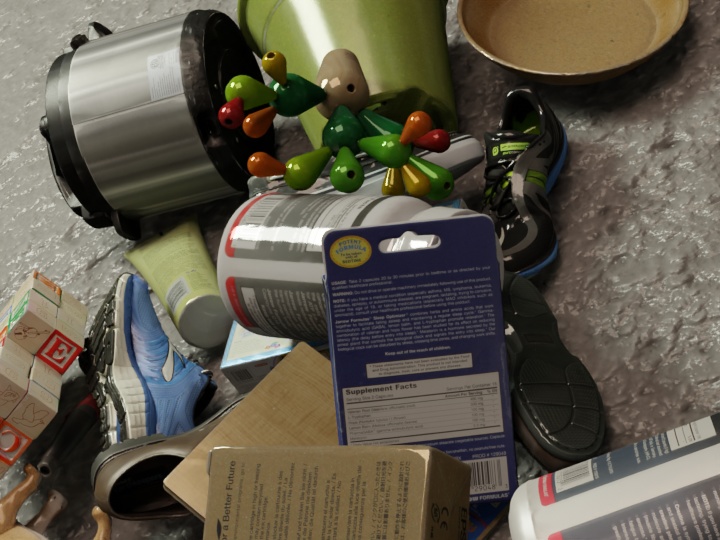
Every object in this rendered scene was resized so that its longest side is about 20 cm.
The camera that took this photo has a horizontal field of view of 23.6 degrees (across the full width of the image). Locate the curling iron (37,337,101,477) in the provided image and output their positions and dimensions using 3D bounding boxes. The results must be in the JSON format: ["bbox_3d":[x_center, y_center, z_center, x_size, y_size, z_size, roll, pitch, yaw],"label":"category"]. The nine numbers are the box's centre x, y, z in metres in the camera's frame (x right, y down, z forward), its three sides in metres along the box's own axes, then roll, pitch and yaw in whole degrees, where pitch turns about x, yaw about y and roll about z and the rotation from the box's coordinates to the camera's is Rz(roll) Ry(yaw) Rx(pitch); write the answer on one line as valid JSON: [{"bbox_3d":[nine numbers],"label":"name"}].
[{"bbox_3d":[-0.233,0.112,1.397,0.026,0.050,0.200,-47,14,24],"label":"curling iron"}]

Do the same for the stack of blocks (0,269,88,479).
[{"bbox_3d":[-0.282,0.085,1.401,0.115,0.059,0.200,-50,15,9],"label":"stack of blocks"}]

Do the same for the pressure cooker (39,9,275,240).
[{"bbox_3d":[-0.197,-0.139,1.576,0.200,0.179,0.176,-14,33,16],"label":"pressure cooker"}]

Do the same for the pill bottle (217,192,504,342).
[{"bbox_3d":[0.000,0.000,1.284,0.200,0.114,0.114,4,49,40],"label":"pill bottle"}]

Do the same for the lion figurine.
[{"bbox_3d":[-0.246,0.226,1.300,0.200,0.072,0.123,20,63,41],"label":"lion figurine"}]

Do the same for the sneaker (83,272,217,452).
[{"bbox_3d":[-0.168,0.089,1.392,0.079,0.089,0.200,-54,39,42],"label":"sneaker"}]

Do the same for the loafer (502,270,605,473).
[{"bbox_3d":[0.123,0.083,1.250,0.072,0.063,0.200,8,36,-20],"label":"loafer"}]

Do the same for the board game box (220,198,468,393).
[{"bbox_3d":[-0.008,0.021,1.393,0.200,0.034,0.134,-14,41,26],"label":"board game box"}]

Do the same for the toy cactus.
[{"bbox_3d":[-0.014,-0.125,1.345,0.200,0.102,0.165,14,37,-13],"label":"toy cactus"}]

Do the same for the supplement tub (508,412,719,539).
[{"bbox_3d":[0.202,0.164,1.035,0.200,0.140,0.140,-21,39,10],"label":"supplement tub"}]

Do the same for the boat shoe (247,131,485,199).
[{"bbox_3d":[0.001,-0.084,1.418,0.200,0.072,0.071,-19,79,-5],"label":"boat shoe"}]

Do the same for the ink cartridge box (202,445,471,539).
[{"bbox_3d":[-0.020,0.216,1.104,0.165,0.075,0.200,-3,74,27],"label":"ink cartridge box"}]

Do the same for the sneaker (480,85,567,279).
[{"bbox_3d":[0.121,-0.069,1.384,0.071,0.083,0.200,-9,46,26],"label":"sneaker"}]

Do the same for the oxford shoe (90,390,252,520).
[{"bbox_3d":[-0.099,0.143,1.273,0.200,0.073,0.084,-22,13,-6],"label":"oxford shoe"}]

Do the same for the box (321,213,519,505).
[{"bbox_3d":[0.040,0.064,1.174,0.121,0.200,0.032,-6,9,-3],"label":"box"}]

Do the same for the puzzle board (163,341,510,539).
[{"bbox_3d":[-0.016,0.159,1.210,0.200,0.017,0.151,36,65,19],"label":"puzzle board"}]

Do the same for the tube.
[{"bbox_3d":[-0.155,0.004,1.507,0.058,0.052,0.200,8,20,-23],"label":"tube"}]

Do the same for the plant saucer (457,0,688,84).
[{"bbox_3d":[0.186,-0.221,1.509,0.200,0.035,0.200,-5,44,5],"label":"plant saucer"}]

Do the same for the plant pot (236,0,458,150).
[{"bbox_3d":[0.006,-0.178,1.517,0.200,0.200,0.190,-23,52,8],"label":"plant pot"}]
